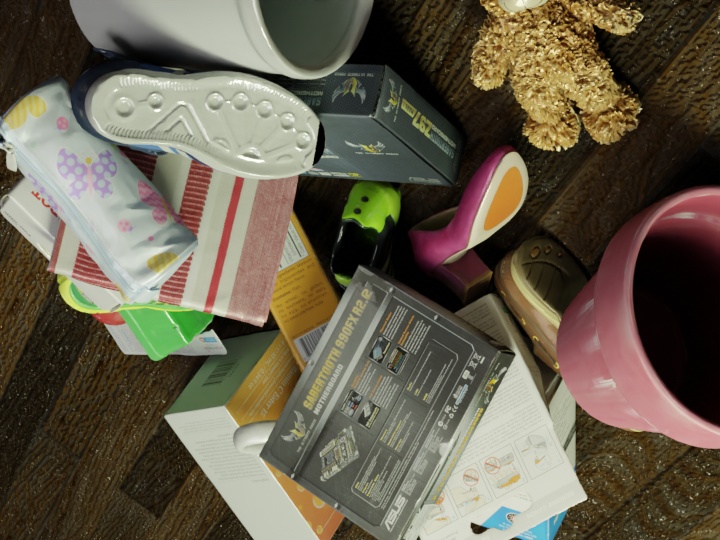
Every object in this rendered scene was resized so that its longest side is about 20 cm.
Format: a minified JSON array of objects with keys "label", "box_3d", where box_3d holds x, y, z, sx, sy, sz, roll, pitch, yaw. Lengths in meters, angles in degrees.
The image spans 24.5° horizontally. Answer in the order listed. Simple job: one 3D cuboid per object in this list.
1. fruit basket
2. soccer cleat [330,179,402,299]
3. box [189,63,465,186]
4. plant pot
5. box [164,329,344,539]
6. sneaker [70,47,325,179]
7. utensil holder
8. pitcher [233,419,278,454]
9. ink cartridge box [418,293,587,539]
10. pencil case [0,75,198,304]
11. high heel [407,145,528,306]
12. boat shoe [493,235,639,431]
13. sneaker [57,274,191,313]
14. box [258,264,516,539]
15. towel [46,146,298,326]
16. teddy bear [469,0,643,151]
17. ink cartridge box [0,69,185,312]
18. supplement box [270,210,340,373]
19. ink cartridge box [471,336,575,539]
[{"label":"fruit basket","box_3d":[-0.241,0.015,1.752,0.199,0.094,0.186,2,131,54]},{"label":"soccer cleat","box_3d":[0.000,0.000,1.551,0.067,0.081,0.201,20,137,18]},{"label":"box","box_3d":[-0.030,-0.126,1.420,0.198,0.052,0.157,5,164,31]},{"label":"plant pot","box_3d":[0.255,0.051,1.350,0.200,0.200,0.179,42,155,-7]},{"label":"box","box_3d":[-0.094,0.182,1.756,0.097,0.125,0.201,-11,121,41]},{"label":"sneaker","box_3d":[-0.137,-0.128,1.355,0.198,0.082,0.146,8,-173,-16]},{"label":"utensil holder","box_3d":[-0.114,-0.242,1.339,0.198,0.170,0.171,5,131,34]},{"label":"pitcher","box_3d":[-0.029,0.171,1.648,0.169,0.123,0.200,-4,164,8]},{"label":"ink cartridge box","box_3d":[0.098,0.146,1.485,0.160,0.050,0.201,-31,76,18]},{"label":"pencil case","box_3d":[-0.225,-0.068,1.397,0.083,0.091,0.200,-37,99,22]},{"label":"high heel","box_3d":[0.087,-0.059,1.445,0.096,0.067,0.201,47,155,24]},{"label":"boat shoe","box_3d":[0.193,0.060,1.485,0.201,0.072,0.067,52,147,-6]},{"label":"sneaker","box_3d":[-0.191,0.000,1.607,0.083,0.198,0.075,-36,68,57]},{"label":"box","box_3d":[0.022,0.120,1.469,0.158,0.048,0.201,30,96,24]},{"label":"towel","box_3d":[-0.163,-0.044,1.463,0.198,0.146,0.023,14,178,-8]},{"label":"teddy bear","box_3d":[0.148,-0.175,1.293,0.144,0.067,0.201,12,134,23]},{"label":"ink cartridge box","box_3d":[-0.210,-0.083,1.519,0.147,0.200,0.083,44,164,-10]},{"label":"supplement box","box_3d":[-0.063,0.012,1.558,0.067,0.068,0.202,150,95,-86]},{"label":"ink cartridge box","box_3d":[0.130,0.154,1.602,0.145,0.084,0.201,17,135,23]}]
